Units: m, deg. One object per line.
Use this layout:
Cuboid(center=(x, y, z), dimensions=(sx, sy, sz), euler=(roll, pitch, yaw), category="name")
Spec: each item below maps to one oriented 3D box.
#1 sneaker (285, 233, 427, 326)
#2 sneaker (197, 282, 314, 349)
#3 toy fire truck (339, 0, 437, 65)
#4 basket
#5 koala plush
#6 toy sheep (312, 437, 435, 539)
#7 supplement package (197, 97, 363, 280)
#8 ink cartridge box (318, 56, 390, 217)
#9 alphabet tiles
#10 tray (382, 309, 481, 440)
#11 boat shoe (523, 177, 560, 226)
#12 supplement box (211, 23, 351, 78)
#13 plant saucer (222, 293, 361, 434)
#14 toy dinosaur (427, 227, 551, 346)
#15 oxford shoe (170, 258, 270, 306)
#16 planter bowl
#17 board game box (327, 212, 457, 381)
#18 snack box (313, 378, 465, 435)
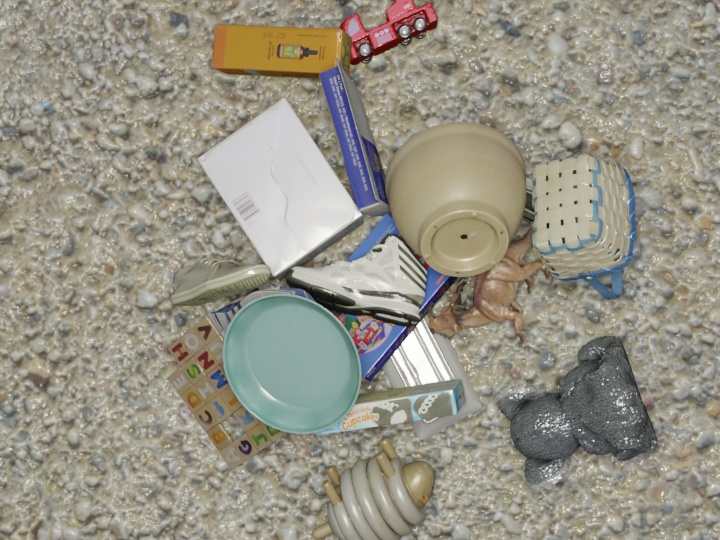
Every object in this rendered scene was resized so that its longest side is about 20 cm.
Cuboid(center=(0.000, 0.000, 1.515), dimensions=(0.198, 0.076, 0.117), euler=(14, 71, 6), category="sneaker")
Cuboid(center=(-0.132, 0.052, 1.529), dimensions=(0.198, 0.115, 0.081), euler=(-16, 105, 37), category="sneaker")
Cuboid(center=(0.048, -0.407, 1.594), dimensions=(0.198, 0.049, 0.143), euler=(-24, 86, 1), category="toy fire truck")
Cuboid(center=(0.317, -0.069, 1.488), dimensions=(0.138, 0.199, 0.179), euler=(-12, 64, 38), category="basket")
Cuboid(center=(0.295, 0.204, 1.498), dimensions=(0.198, 0.184, 0.180), euler=(-20, 86, 12), category="koala plush")
Cuboid(center=(0.017, 0.325, 1.513), dimensions=(0.198, 0.138, 0.139), euler=(-28, 86, 15), category="toy sheep")
Cuboid(center=(-0.112, -0.113, 1.550), dimensions=(0.155, 0.111, 0.201), euler=(-34, 85, -1), category="supplement package")
Cuboid(center=(-0.008, -0.179, 1.505), dimensions=(0.046, 0.200, 0.200), euler=(-16, 86, 10), category="ink cartridge box")
Cuboid(center=(-0.191, 0.170, 1.537), dimensions=(0.167, 0.008, 0.201), euler=(-37, 88, 35), category="alphabet tiles")
Cuboid(center=(0.088, 0.136, 1.573), dimensions=(0.106, 0.022, 0.202), euler=(-28, 86, 1), category="tray")
Cuboid(center=(0.193, -0.113, 1.560), dimensions=(0.197, 0.071, 0.065), euler=(18, 86, 1), category="boat shoe")
Cuboid(center=(-0.114, -0.317, 1.563), dimensions=(0.197, 0.069, 0.068), euler=(6, 91, 17), category="supplement box")
Cuboid(center=(-0.088, 0.121, 1.441), dimensions=(0.197, 0.036, 0.203), euler=(6, 110, 16), category="plant saucer")
Cuboid(center=(0.188, 0.019, 1.531), dimensions=(0.134, 0.086, 0.202), euler=(24, 89, -10), category="toy dinosaur")
Cuboid(center=(-0.205, 0.008, 1.526), dimensions=(0.198, 0.075, 0.059), euler=(-14, 75, 44), category="oxford shoe")
Cuboid(center=(0.134, -0.080, 1.451), dimensions=(0.197, 0.202, 0.136), euler=(-4, 43, 2), category="planter bowl")
Cuboid(center=(0.026, 0.038, 1.553), dimensions=(0.134, 0.045, 0.200), euler=(40, 88, 17), category="board game box")
Cuboid(center=(0.043, 0.191, 1.507), dimensions=(0.197, 0.116, 0.038), euler=(-10, 90, 12), category="snack box")
